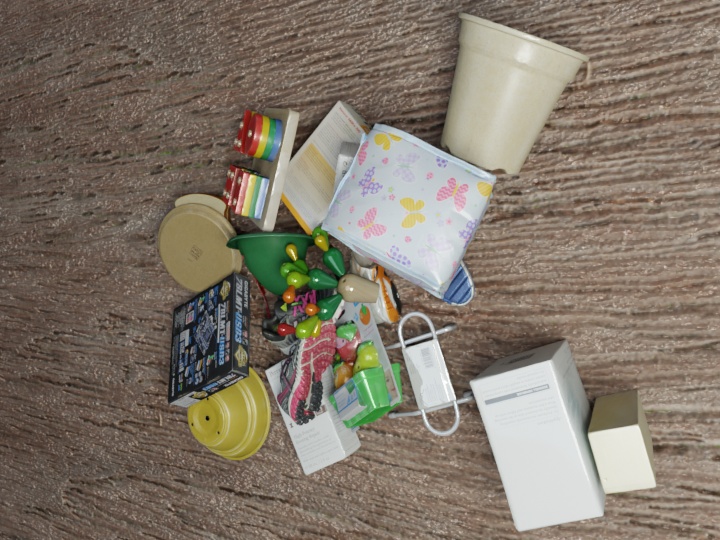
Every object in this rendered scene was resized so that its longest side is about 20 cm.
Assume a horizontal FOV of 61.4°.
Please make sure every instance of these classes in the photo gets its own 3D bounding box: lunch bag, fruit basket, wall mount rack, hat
[{"bbox_3d":[0.064,-0.085,0.832,0.196,0.127,0.173,27,87,10],"label":"lunch bag"},{"bbox_3d":[-0.013,0.155,1.031,0.185,0.092,0.204,-46,63,49],"label":"fruit basket"},{"bbox_3d":[0.097,0.175,1.020,0.170,0.074,0.206,-19,84,21],"label":"wall mount rack"},{"bbox_3d":[-0.148,0.037,1.077,0.161,0.199,0.182,-4,84,19],"label":"hat"}]

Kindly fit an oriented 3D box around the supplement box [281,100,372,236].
[{"bbox_3d":[-0.049,-0.175,1.073,0.200,0.073,0.127,-45,73,20],"label":"supplement box"}]

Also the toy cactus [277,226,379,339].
[{"bbox_3d":[-0.052,0.028,0.969,0.160,0.204,0.104,12,137,-5],"label":"toy cactus"}]

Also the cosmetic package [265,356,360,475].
[{"bbox_3d":[-0.087,0.251,1.108,0.100,0.074,0.204,-29,81,23],"label":"cosmetic package"}]

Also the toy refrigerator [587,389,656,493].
[{"bbox_3d":[0.353,0.226,0.824,0.068,0.199,0.078,-18,85,24],"label":"toy refrigerator"}]

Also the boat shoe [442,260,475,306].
[{"bbox_3d":[0.122,-0.025,0.996,0.072,0.072,0.201,-45,68,17],"label":"boat shoe"}]

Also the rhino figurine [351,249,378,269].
[{"bbox_3d":[0.074,-0.039,0.932,0.195,0.087,0.062,-8,81,26],"label":"rhino figurine"}]

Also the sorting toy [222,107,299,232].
[{"bbox_3d":[-0.187,-0.192,1.079,0.200,0.068,0.205,-145,68,-65],"label":"sorting toy"}]

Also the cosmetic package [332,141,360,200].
[{"bbox_3d":[0.058,-0.141,0.957,0.194,0.108,0.087,10,112,-2],"label":"cosmetic package"}]

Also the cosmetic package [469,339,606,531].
[{"bbox_3d":[0.264,0.224,0.867,0.120,0.198,0.206,-19,84,24],"label":"cosmetic package"}]

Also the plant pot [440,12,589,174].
[{"bbox_3d":[0.207,-0.254,0.899,0.197,0.199,0.188,28,115,21],"label":"plant pot"}]

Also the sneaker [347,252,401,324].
[{"bbox_3d":[0.000,0.000,1.059,0.090,0.075,0.206,-18,83,29],"label":"sneaker"}]

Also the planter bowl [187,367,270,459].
[{"bbox_3d":[-0.280,0.282,1.195,0.195,0.083,0.207,1,92,26],"label":"planter bowl"}]

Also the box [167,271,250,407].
[{"bbox_3d":[-0.289,0.134,1.159,0.196,0.049,0.205,-27,54,30],"label":"box"}]

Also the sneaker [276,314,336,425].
[{"bbox_3d":[-0.100,0.158,1.024,0.074,0.079,0.205,27,108,37],"label":"sneaker"}]

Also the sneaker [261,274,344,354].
[{"bbox_3d":[-0.104,0.072,1.058,0.199,0.086,0.075,-42,39,30],"label":"sneaker"}]

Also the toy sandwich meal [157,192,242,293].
[{"bbox_3d":[-0.314,-0.054,1.207,0.199,0.070,0.211,5,113,12],"label":"toy sandwich meal"}]
